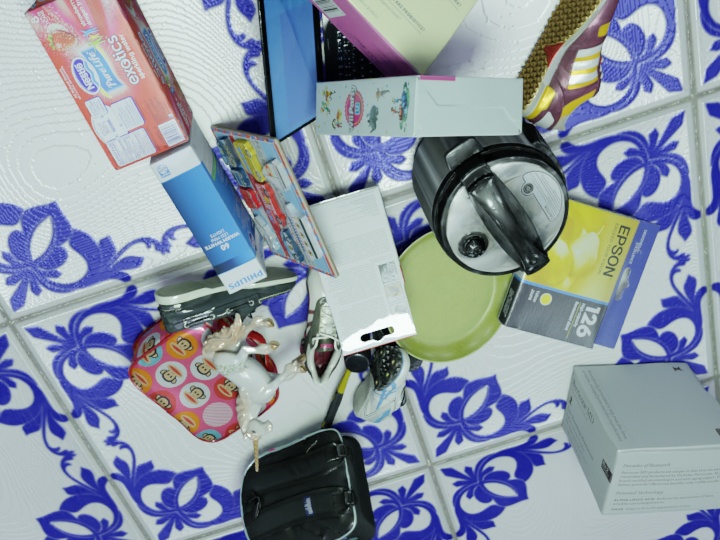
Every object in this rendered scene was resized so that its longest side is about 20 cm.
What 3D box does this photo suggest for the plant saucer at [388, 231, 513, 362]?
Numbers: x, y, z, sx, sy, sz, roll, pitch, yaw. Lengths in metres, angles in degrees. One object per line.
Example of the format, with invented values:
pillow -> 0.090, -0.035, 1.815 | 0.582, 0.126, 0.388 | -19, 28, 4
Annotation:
plant saucer -> 0.122, 0.032, 1.192 | 0.197, 0.031, 0.203 | -5, 108, -16

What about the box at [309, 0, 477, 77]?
box -> 0.045, -0.343, 0.902 | 0.175, 0.097, 0.201 | 38, 85, -26

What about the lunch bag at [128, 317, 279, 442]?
lunch bag -> -0.213, 0.139, 1.207 | 0.175, 0.082, 0.200 | -34, 119, 12

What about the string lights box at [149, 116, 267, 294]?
string lights box -> -0.188, -0.082, 1.065 | 0.058, 0.103, 0.201 | -24, 121, 5

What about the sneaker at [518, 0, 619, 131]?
sneaker -> 0.270, -0.268, 1.040 | 0.089, 0.075, 0.201 | 17, 124, -26

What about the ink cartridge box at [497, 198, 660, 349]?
ink cartridge box -> 0.318, 0.007, 1.196 | 0.198, 0.047, 0.200 | 14, 103, -12

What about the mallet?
mallet -> -0.027, 0.169, 1.282 | 0.041, 0.066, 0.201 | 14, 133, -9

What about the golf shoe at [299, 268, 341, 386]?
golf shoe -> -0.041, 0.067, 1.185 | 0.076, 0.088, 0.202 | 3, 119, -7

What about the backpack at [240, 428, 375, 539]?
backpack -> -0.082, 0.353, 1.297 | 0.198, 0.179, 0.151 | -20, 150, 13

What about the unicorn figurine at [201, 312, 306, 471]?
unicorn figurine -> -0.143, 0.150, 1.155 | 0.137, 0.074, 0.201 | -33, 105, 12

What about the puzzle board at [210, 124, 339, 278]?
puzzle board -> -0.110, -0.085, 1.057 | 0.017, 0.150, 0.201 | -39, 125, -23

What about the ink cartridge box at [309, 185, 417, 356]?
ink cartridge box -> 0.000, 0.000, 1.117 | 0.108, 0.050, 0.203 | -16, 91, 3

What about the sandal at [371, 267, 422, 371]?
sandal -> 0.048, 0.077, 1.223 | 0.074, 0.048, 0.202 | -16, 122, 2

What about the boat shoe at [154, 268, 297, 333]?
boat shoe -> -0.176, 0.043, 1.131 | 0.197, 0.074, 0.067 | -13, 109, -32

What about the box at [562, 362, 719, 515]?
box -> 0.440, 0.253, 1.292 | 0.197, 0.200, 0.132 | -1, 121, -6

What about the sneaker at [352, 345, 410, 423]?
sneaker -> 0.042, 0.167, 1.236 | 0.071, 0.073, 0.201 | 8, 149, -12

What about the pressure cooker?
pressure cooker -> 0.163, -0.091, 1.047 | 0.174, 0.201, 0.180 | 6, 121, -14

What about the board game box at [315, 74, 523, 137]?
board game box -> 0.059, -0.180, 0.934 | 0.146, 0.199, 0.065 | -6, 100, -33

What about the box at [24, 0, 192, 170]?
box -> -0.281, -0.233, 0.967 | 0.099, 0.096, 0.201 | -21, 121, 5

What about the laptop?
laptop -> -0.015, -0.254, 0.985 | 0.197, 0.104, 0.179 | -5, 122, -4
